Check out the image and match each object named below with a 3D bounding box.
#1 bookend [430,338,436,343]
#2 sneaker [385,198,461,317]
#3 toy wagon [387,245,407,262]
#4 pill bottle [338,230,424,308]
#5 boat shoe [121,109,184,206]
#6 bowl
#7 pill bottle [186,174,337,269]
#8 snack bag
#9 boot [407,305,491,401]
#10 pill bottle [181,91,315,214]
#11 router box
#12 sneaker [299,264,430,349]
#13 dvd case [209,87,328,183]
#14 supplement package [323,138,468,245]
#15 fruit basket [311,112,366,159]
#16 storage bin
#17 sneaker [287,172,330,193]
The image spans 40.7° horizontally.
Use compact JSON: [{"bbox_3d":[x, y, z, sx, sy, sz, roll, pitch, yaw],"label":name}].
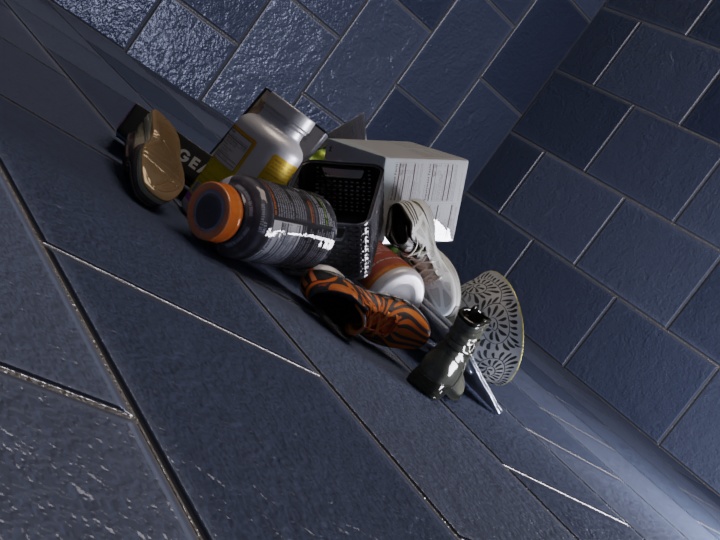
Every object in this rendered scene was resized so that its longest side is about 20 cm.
[{"bbox_3d":[0.098,0.036,1.896,0.200,0.092,0.199,38,6,3],"label":"bookend"},{"bbox_3d":[0.087,-0.015,1.526,0.115,0.076,0.201,-10,79,-62],"label":"sneaker"},{"bbox_3d":[0.087,0.015,1.706,0.155,0.039,0.200,64,12,-10],"label":"toy wagon"},{"bbox_3d":[0.000,0.000,1.510,0.112,0.112,0.200,30,9,-47],"label":"pill bottle"},{"bbox_3d":[-0.271,-0.135,1.242,0.072,0.065,0.200,43,20,-34],"label":"boat shoe"},{"bbox_3d":[0.192,0.102,1.684,0.094,0.201,0.201,-3,23,-22],"label":"bowl"},{"bbox_3d":[-0.126,-0.062,1.225,0.106,0.106,0.200,40,16,31],"label":"pill bottle"},{"bbox_3d":[0.140,0.123,1.548,0.200,0.021,0.189,59,-8,-31],"label":"snack bag"},{"bbox_3d":[0.141,0.112,1.349,0.068,0.131,0.200,38,6,14],"label":"boot"},{"bbox_3d":[-0.148,-0.140,1.318,0.104,0.200,0.104,36,6,-4],"label":"pill bottle"},{"bbox_3d":[-0.263,-0.163,1.430,0.200,0.051,0.149,35,-6,-14],"label":"router box"},{"bbox_3d":[0.010,0.068,1.286,0.200,0.078,0.112,23,13,-16],"label":"sneaker"},{"bbox_3d":[-0.165,-0.180,1.546,0.143,0.200,0.018,39,-3,23],"label":"dvd case"},{"bbox_3d":[0.053,-0.137,1.668,0.200,0.151,0.152,-4,20,-42],"label":"supplement package"},{"bbox_3d":[-0.065,-0.171,1.754,0.094,0.200,0.185,32,-33,33],"label":"fruit basket"},{"bbox_3d":[-0.041,-0.079,1.439,0.135,0.094,0.200,5,31,7],"label":"storage bin"},{"bbox_3d":[-0.132,-0.133,1.569,0.200,0.071,0.098,-1,-12,-9],"label":"sneaker"}]
